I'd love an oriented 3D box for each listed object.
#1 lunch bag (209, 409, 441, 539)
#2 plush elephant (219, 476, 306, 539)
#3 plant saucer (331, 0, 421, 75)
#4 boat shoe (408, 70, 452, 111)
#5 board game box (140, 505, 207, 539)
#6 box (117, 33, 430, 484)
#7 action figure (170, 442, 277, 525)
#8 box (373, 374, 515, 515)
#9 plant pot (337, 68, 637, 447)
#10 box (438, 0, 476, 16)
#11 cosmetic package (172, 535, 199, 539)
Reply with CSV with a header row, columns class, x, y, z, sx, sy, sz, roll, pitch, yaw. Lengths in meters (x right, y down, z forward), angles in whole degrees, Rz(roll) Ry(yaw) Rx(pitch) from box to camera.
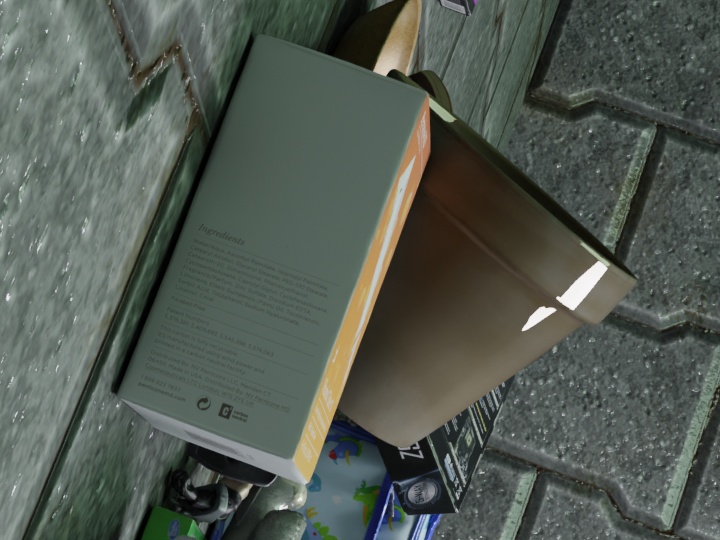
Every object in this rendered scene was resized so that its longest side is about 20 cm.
class,x,y,z,sx,sy,sz,roll,pitch,yaw
lunch bag,-0.029,0.201,1.471,0.082,0.159,0.202,-39,149,-79
plush elephant,-0.039,0.249,1.253,0.200,0.154,0.166,-55,167,-65
plant saucer,-0.009,-0.095,1.305,0.200,0.035,0.202,21,90,-84
boat shoe,0.038,-0.089,1.602,0.072,0.071,0.201,103,-13,-51
board game box,-0.134,0.231,1.249,0.200,0.029,0.136,87,23,-75
box,-0.040,-0.002,1.028,0.124,0.097,0.202,77,33,-79
action figure,-0.074,0.093,1.198,0.200,0.069,0.131,96,7,-81
box,0.044,0.046,1.382,0.201,0.043,0.161,68,30,-29
plant pot,0.040,0.005,1.194,0.174,0.200,0.200,-49,177,8
box,0.111,-0.327,1.664,0.143,0.036,0.202,9,101,-85
cosmetic package,-0.090,0.285,1.049,0.165,0.164,0.202,-29,140,-64
